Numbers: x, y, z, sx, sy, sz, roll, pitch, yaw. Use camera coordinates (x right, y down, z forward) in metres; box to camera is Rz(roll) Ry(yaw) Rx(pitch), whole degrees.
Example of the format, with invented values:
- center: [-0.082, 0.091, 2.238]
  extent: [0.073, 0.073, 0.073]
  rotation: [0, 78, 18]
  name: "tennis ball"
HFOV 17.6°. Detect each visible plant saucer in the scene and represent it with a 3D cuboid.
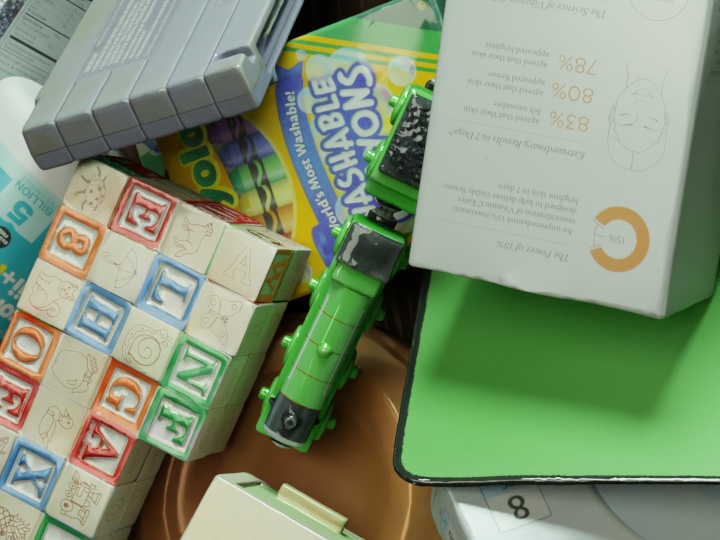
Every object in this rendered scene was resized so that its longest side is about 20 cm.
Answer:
- center: [-0.037, 0.117, 1.189]
  extent: [0.199, 0.037, 0.201]
  rotation: [-6, 75, 23]
  name: "plant saucer"

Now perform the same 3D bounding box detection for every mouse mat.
- center: [0.120, 0.042, 1.080]
  extent: [0.199, 0.008, 0.161]
  rotation: [0, 41, 10]
  name: "mouse mat"

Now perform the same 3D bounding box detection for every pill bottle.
- center: [-0.214, 0.001, 1.261]
  extent: [0.200, 0.111, 0.111]
  rotation: [-48, 63, 8]
  name: "pill bottle"

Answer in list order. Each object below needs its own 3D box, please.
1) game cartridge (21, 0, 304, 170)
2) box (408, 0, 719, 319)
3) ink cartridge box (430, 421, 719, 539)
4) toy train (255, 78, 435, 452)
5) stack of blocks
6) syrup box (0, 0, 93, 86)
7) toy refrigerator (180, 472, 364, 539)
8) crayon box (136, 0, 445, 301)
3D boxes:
- center: [-0.090, -0.125, 1.194]
  extent: [0.129, 0.038, 0.200]
  rotation: [-18, 28, 23]
  name: "game cartridge"
- center: [0.108, -0.091, 1.062]
  extent: [0.124, 0.097, 0.201]
  rotation: [12, 100, 21]
  name: "box"
- center: [0.142, 0.157, 1.041]
  extent: [0.159, 0.047, 0.201]
  rotation: [-17, 62, -16]
  name: "ink cartridge box"
- center: [0.000, 0.000, 1.129]
  extent: [0.042, 0.056, 0.201]
  rotation: [24, 99, -2]
  name: "toy train"
- center: [-0.121, 0.056, 1.171]
  extent: [0.115, 0.059, 0.201]
  rotation: [26, 97, 14]
  name: "stack of blocks"
- center: [-0.193, -0.167, 1.290]
  extent: [0.079, 0.081, 0.200]
  rotation: [36, 95, 27]
  name: "syrup box"
- center: [0.010, 0.169, 1.098]
  extent: [0.199, 0.076, 0.070]
  rotation: [28, 91, 10]
  name: "toy refrigerator"
- center: [-0.027, -0.054, 1.197]
  extent: [0.199, 0.052, 0.126]
  rotation: [-19, 91, 20]
  name: "crayon box"
